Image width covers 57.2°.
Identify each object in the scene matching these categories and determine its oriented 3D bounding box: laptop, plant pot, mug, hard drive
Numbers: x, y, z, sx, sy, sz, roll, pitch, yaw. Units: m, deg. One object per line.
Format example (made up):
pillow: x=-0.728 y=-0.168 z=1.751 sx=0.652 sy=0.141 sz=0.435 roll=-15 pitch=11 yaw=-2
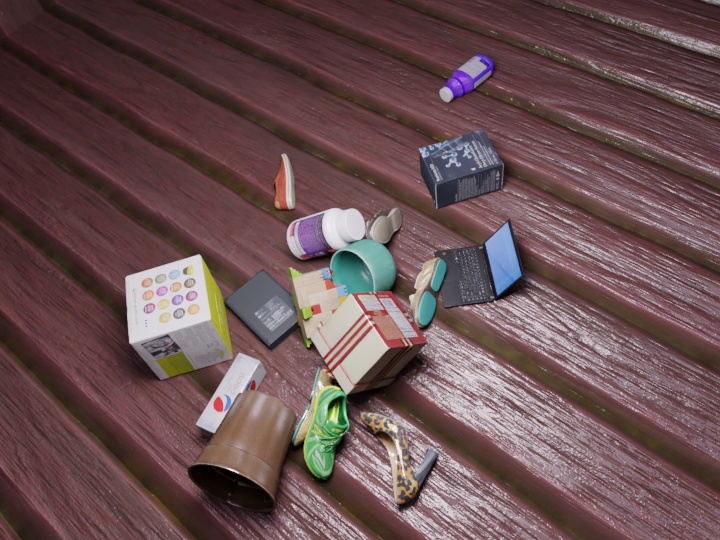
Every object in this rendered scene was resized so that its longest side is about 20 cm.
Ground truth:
laptop: x=0.294 y=-0.018 z=1.670 sx=0.198 sy=0.104 sz=0.178 roll=-8 pitch=54 yaw=4
plant pot: x=-0.241 y=0.382 z=1.431 sx=0.199 sy=0.201 sz=0.199 roll=9 pitch=50 yaw=15
mug: x=0.004 y=-0.007 z=1.681 sx=0.184 sy=0.153 sz=0.114 roll=28 pitch=38 yaw=34
hard drive: x=-0.244 y=0.098 z=1.720 sx=0.139 sy=0.033 sz=0.200 roll=-40 pitch=59 yaw=-18

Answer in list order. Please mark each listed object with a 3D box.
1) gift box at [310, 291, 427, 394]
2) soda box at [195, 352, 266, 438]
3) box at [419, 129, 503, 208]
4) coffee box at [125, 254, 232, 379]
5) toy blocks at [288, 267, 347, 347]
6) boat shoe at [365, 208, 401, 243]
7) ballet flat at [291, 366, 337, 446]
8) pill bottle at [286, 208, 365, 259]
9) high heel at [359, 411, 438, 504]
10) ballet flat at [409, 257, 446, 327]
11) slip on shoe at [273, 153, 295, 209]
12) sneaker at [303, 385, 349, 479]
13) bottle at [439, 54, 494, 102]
gift box: x=0.011 y=0.158 z=1.520 sx=0.187 sy=0.184 sz=0.201 roll=-51 pitch=56 yaw=26
soda box: x=-0.303 y=0.301 z=1.565 sx=0.063 sy=0.068 sz=0.201 roll=18 pitch=60 yaw=20
box: x=0.281 y=-0.286 z=1.859 sx=0.198 sy=0.107 sz=0.149 roll=-18 pitch=55 yaw=-2
coffee box: x=-0.445 y=0.118 z=1.636 sx=0.196 sy=0.201 sz=0.201 roll=-16 pitch=54 yaw=-3
toy blocks: x=-0.091 y=0.074 z=1.635 sx=0.136 sy=0.100 sz=0.202 roll=-15 pitch=95 yaw=-17
boat shoe: x=0.052 y=-0.118 z=1.762 sx=0.059 sy=0.072 sz=0.200 roll=-4 pitch=20 yaw=24
ballet flat: x=-0.097 y=0.317 z=1.527 sx=0.070 sy=0.071 sz=0.201 roll=10 pitch=57 yaw=16
pill bottle: x=-0.088 y=-0.100 z=1.738 sx=0.199 sy=0.111 sz=0.112 roll=-13 pitch=47 yaw=38
high heel: x=0.054 y=0.402 z=1.431 sx=0.199 sy=0.072 sz=0.143 roll=30 pitch=58 yaw=16
ballet flat: x=0.162 y=0.058 z=1.673 sx=0.065 sy=0.071 sz=0.201 roll=-6 pitch=48 yaw=41
slip on shoe: x=-0.229 y=-0.264 z=1.951 sx=0.061 sy=0.074 sz=0.201 roll=-9 pitch=59 yaw=6
sneaker: x=-0.073 y=0.355 z=1.450 sx=0.074 sy=0.083 sz=0.202 roll=14 pitch=78 yaw=-29
bottle: x=0.335 y=-0.609 z=2.102 sx=0.200 sy=0.065 sz=0.083 roll=-41 pitch=58 yaw=-19
